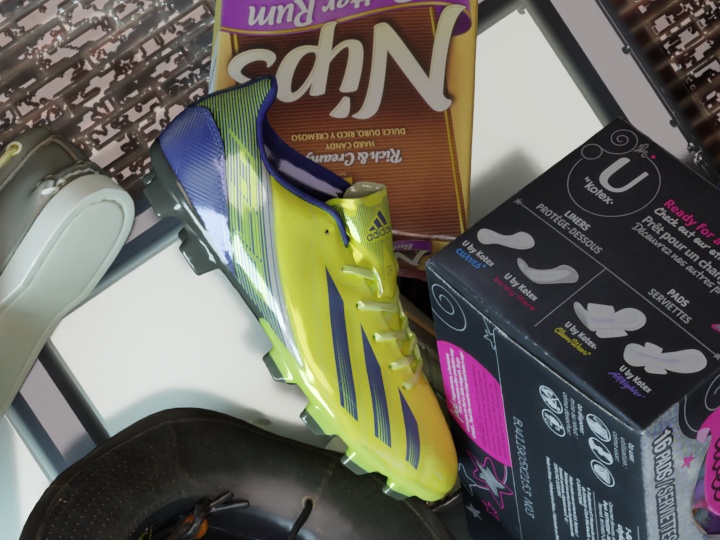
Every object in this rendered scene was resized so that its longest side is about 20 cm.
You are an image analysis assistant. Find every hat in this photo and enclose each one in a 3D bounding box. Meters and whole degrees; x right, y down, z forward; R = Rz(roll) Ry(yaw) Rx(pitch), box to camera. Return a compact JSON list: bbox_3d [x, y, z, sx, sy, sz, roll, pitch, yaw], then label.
[{"bbox_3d":[-0.054,0.160,1.226,0.199,0.081,0.202,9,51,-11],"label":"hat"}]

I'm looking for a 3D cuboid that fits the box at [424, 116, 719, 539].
[{"bbox_3d":[0.120,0.060,1.210,0.115,0.201,0.132,-38,55,-20],"label":"box"}]

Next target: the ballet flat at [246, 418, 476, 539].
[{"bbox_3d":[-0.028,0.099,1.310,0.199,0.068,0.069,-4,132,-9],"label":"ballet flat"}]

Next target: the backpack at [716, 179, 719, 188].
[{"bbox_3d":[0.238,0.000,1.270,0.153,0.190,0.201,-27,92,12],"label":"backpack"}]

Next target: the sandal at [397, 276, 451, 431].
[{"bbox_3d":[0.000,0.000,1.318,0.200,0.080,0.054,45,66,1],"label":"sandal"}]

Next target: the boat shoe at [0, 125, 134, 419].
[{"bbox_3d":[-0.184,0.026,1.303,0.060,0.072,0.202,43,100,27],"label":"boat shoe"}]

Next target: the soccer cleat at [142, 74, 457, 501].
[{"bbox_3d":[-0.009,0.009,1.198,0.084,0.065,0.201,-36,105,3],"label":"soccer cleat"}]

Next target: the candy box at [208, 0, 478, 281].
[{"bbox_3d":[-0.008,-0.100,1.283,0.116,0.057,0.201,5,70,-7],"label":"candy box"}]
